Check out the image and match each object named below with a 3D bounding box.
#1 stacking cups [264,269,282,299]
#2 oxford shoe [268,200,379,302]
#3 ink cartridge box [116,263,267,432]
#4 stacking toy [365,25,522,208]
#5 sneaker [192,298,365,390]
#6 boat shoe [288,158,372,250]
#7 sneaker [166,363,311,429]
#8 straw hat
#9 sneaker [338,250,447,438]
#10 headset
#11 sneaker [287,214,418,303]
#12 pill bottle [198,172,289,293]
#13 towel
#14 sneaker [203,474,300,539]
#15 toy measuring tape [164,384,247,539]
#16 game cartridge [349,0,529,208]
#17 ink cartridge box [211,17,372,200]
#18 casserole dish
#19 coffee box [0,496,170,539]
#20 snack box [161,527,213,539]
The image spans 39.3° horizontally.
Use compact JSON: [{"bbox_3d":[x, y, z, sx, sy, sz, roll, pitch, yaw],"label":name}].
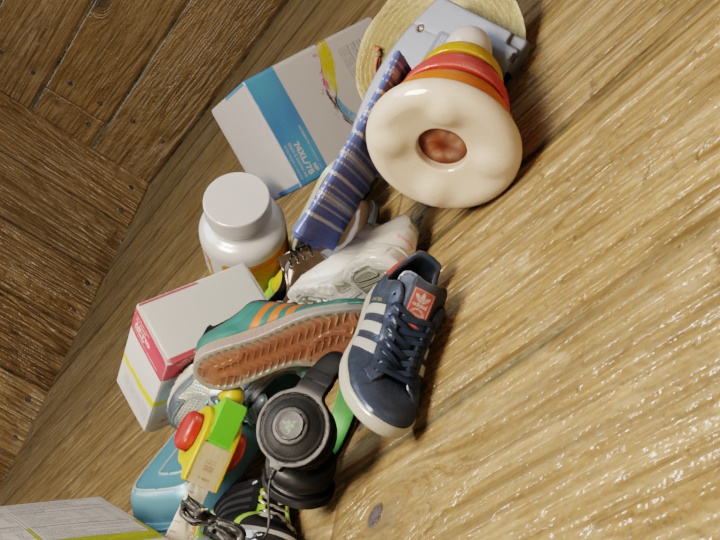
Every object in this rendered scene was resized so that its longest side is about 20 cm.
[{"bbox_3d":[-0.126,0.066,1.292,0.200,0.060,0.061,-48,20,29],"label":"stacking cups"},{"bbox_3d":[-0.050,-0.006,1.180,0.201,0.084,0.073,-54,16,6],"label":"oxford shoe"},{"bbox_3d":[-0.199,0.095,1.194,0.145,0.084,0.200,-24,-20,-31],"label":"ink cartridge box"},{"bbox_3d":[0.096,-0.172,0.972,0.146,0.146,0.201,-39,24,45],"label":"stacking toy"},{"bbox_3d":[-0.075,0.057,1.027,0.199,0.072,0.080,-14,35,5],"label":"sneaker"},{"bbox_3d":[-0.037,-0.058,1.257,0.075,0.062,0.200,-42,-12,-40],"label":"boat shoe"},{"bbox_3d":[-0.122,0.129,1.078,0.199,0.078,0.087,-27,39,12],"label":"sneaker"},{"bbox_3d":[0.100,-0.233,1.142,0.202,0.201,0.085,-56,-25,5],"label":"straw hat"},{"bbox_3d":[0.036,0.053,0.865,0.085,0.075,0.201,-52,18,32],"label":"sneaker"},{"bbox_3d":[-0.066,0.152,0.871,0.200,0.093,0.124,-53,-25,-38],"label":"headset"},{"bbox_3d":[0.000,0.000,1.076,0.199,0.078,0.100,-23,30,48],"label":"sneaker"},{"bbox_3d":[-0.146,-0.033,1.291,0.200,0.110,0.112,87,-159,-58],"label":"pill bottle"},{"bbox_3d":[-0.003,-0.112,1.002,0.201,0.024,0.145,-61,-10,2],"label":"towel"},{"bbox_3d":[-0.098,0.224,0.944,0.083,0.072,0.200,-62,18,-17],"label":"sneaker"},{"bbox_3d":[-0.167,0.207,1.012,0.073,0.073,0.201,-20,44,62],"label":"toy measuring tape"},{"bbox_3d":[0.075,-0.183,1.078,0.201,0.133,0.040,-58,-21,5],"label":"game cartridge"},{"bbox_3d":[-0.057,-0.203,1.298,0.199,0.147,0.147,-33,8,-23],"label":"ink cartridge box"},{"bbox_3d":[-0.177,0.205,1.110,0.120,0.039,0.200,-11,24,31],"label":"casserole dish"},{"bbox_3d":[-0.299,0.332,0.914,0.197,0.199,0.201,4,91,53],"label":"coffee box"},{"bbox_3d":[-0.211,0.332,1.096,0.201,0.053,0.142,-54,20,10],"label":"snack box"}]
